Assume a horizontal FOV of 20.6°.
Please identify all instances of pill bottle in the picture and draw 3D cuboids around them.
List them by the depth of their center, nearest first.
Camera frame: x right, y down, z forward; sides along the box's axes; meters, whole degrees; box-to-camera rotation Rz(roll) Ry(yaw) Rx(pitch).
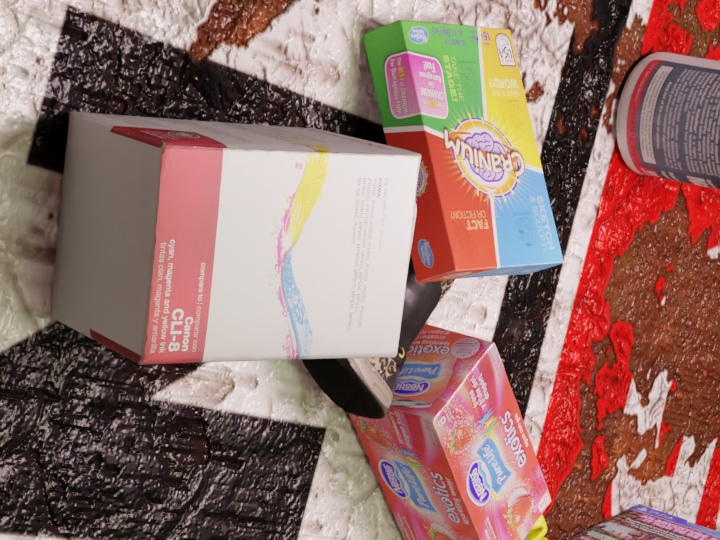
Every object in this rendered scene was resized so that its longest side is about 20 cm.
[{"bbox_3d":[0.349,-0.131,1.833,0.119,0.200,0.120,-20,116,-47],"label":"pill bottle"}]

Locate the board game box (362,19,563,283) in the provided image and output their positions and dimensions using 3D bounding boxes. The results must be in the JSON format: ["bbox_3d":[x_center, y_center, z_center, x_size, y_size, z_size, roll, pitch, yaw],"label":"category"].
[{"bbox_3d":[0.083,-0.094,1.575,0.153,0.040,0.201,-5,80,-51],"label":"board game box"}]

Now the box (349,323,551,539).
[{"bbox_3d":[0.073,0.148,1.655,0.095,0.102,0.200,-49,136,-30],"label":"box"}]

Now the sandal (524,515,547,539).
[{"bbox_3d":[0.135,0.301,1.811,0.087,0.079,0.200,-39,121,-34],"label":"sandal"}]

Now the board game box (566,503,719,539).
[{"bbox_3d":[0.279,0.318,1.922,0.200,0.159,0.097,-15,114,-48],"label":"board game box"}]

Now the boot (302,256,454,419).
[{"bbox_3d":[0.000,0.000,1.540,0.151,0.073,0.200,-56,131,-30],"label":"boot"}]

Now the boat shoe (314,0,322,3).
[{"bbox_3d":[0.003,-0.290,1.479,0.063,0.073,0.200,34,76,-6],"label":"boat shoe"}]

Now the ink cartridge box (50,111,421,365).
[{"bbox_3d":[-0.083,-0.022,1.326,0.200,0.145,0.145,0,101,-33],"label":"ink cartridge box"}]
